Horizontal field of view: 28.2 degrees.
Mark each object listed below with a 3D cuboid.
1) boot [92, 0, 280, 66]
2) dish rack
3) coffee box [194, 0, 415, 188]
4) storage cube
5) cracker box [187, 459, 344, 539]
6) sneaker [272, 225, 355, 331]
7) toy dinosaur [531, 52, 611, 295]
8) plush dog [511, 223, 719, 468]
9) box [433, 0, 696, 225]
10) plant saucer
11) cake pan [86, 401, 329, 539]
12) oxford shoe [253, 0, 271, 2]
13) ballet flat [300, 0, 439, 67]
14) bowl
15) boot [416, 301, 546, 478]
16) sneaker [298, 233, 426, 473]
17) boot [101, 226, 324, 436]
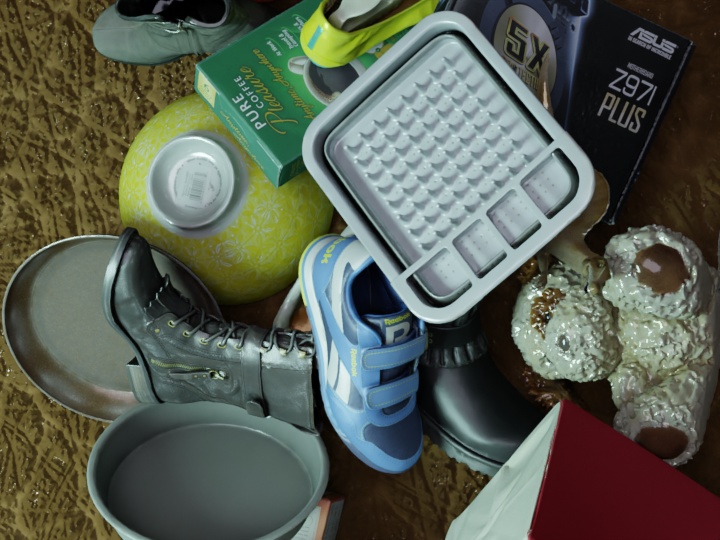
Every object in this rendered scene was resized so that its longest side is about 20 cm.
[{"bbox_3d":[-0.177,-0.225,1.258,0.200,0.131,0.068,2,88,25],"label":"boot"},{"bbox_3d":[0.067,-0.077,1.081,0.172,0.044,0.200,-42,69,13],"label":"dish rack"},{"bbox_3d":[-0.030,-0.171,1.229,0.200,0.044,0.123,-36,77,-22],"label":"coffee box"},{"bbox_3d":[0.166,0.240,1.071,0.180,0.200,0.171,33,124,-4],"label":"storage cube"},{"bbox_3d":[-0.104,0.277,1.250,0.134,0.058,0.200,14,88,14],"label":"cracker box"},{"bbox_3d":[0.000,0.000,1.235,0.076,0.081,0.200,36,93,15],"label":"sneaker"},{"bbox_3d":[0.142,-0.058,1.107,0.101,0.058,0.200,-22,64,22],"label":"toy dinosaur"},{"bbox_3d":[0.204,0.042,1.163,0.172,0.160,0.200,4,112,27],"label":"plush dog"},{"bbox_3d":[0.144,-0.151,1.178,0.200,0.086,0.164,24,91,-7],"label":"box"},{"bbox_3d":[-0.213,0.048,1.262,0.200,0.032,0.200,3,122,6],"label":"plant saucer"},{"bbox_3d":[-0.126,0.174,1.197,0.200,0.200,0.037,13,126,14],"label":"cake pan"},{"bbox_3d":[-0.066,-0.300,1.291,0.200,0.071,0.073,-15,49,19],"label":"oxford shoe"},{"bbox_3d":[0.033,-0.239,1.208,0.200,0.067,0.067,-37,77,-23],"label":"ballet flat"},{"bbox_3d":[-0.132,-0.071,1.257,0.200,0.108,0.201,-1,86,14],"label":"bowl"},{"bbox_3d":[0.090,0.064,1.164,0.211,0.079,0.158,32,126,22],"label":"boot"},{"bbox_3d":[0.012,0.067,1.131,0.082,0.074,0.200,-7,103,51],"label":"sneaker"},{"bbox_3d":[-0.111,0.051,1.181,0.174,0.200,0.069,6,44,16],"label":"boot"}]
